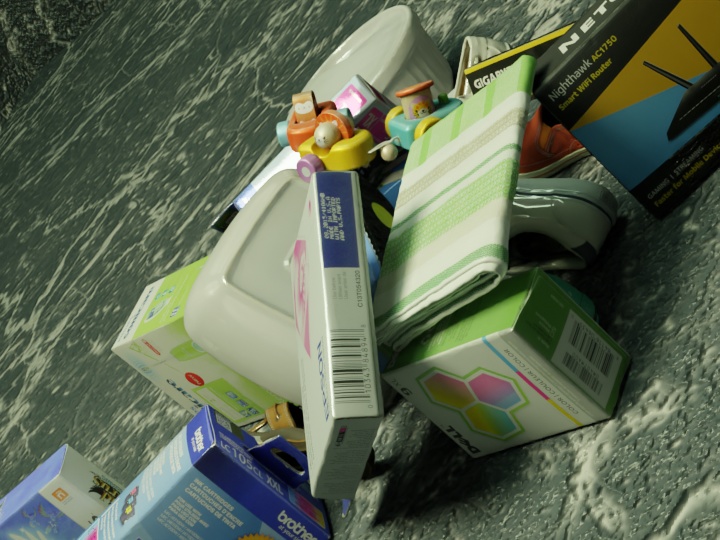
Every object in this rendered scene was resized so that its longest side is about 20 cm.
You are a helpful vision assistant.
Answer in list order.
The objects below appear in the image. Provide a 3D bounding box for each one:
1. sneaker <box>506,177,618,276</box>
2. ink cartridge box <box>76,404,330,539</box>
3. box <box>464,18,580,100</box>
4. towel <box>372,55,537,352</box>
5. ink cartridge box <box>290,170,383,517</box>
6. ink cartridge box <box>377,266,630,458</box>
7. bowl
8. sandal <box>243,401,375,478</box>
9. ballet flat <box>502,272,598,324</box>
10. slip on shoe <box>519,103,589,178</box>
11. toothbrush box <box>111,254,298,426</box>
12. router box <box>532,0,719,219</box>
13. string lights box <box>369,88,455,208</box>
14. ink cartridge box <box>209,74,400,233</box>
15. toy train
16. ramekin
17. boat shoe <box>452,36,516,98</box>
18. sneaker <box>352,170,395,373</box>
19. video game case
[{"bbox_3d":[0.109,-0.034,1.341,0.199,0.073,0.071,-3,48,40],"label":"sneaker"},{"bbox_3d":[-0.119,0.206,1.346,0.200,0.136,0.076,-46,23,8],"label":"ink cartridge box"},{"bbox_3d":[0.208,-0.196,1.379,0.199,0.050,0.159,-27,8,-37],"label":"box"},{"bbox_3d":[0.072,-0.048,1.209,0.149,0.031,0.201,-34,33,45],"label":"towel"},{"bbox_3d":[-0.024,0.060,1.242,0.200,0.043,0.198,108,159,-59],"label":"ink cartridge box"},{"bbox_3d":[0.087,0.076,1.204,0.199,0.104,0.060,-23,32,48],"label":"ink cartridge box"},{"bbox_3d":[-0.037,0.008,1.431,0.201,0.199,0.075,-57,-15,-26],"label":"bowl"},{"bbox_3d":[-0.055,0.138,1.405,0.199,0.081,0.055,-9,58,55],"label":"sandal"},{"bbox_3d":[0.102,0.033,1.293,0.199,0.070,0.068,-13,42,58],"label":"ballet flat"},{"bbox_3d":[0.175,-0.129,1.440,0.200,0.061,0.074,-18,39,58],"label":"slip on shoe"},{"bbox_3d":[-0.119,0.064,1.579,0.199,0.145,0.086,-21,34,49],"label":"toothbrush box"},{"bbox_3d":[0.242,-0.160,1.236,0.200,0.149,0.051,-45,21,12],"label":"router box"},{"bbox_3d":[0.051,-0.086,1.616,0.200,0.059,0.103,-40,21,22],"label":"string lights box"},{"bbox_3d":[-0.042,-0.089,1.577,0.200,0.042,0.119,-43,-22,10],"label":"ink cartridge box"},{"bbox_3d":[0.009,-0.136,1.422,0.198,0.056,0.150,-10,24,18],"label":"toy train"},{"bbox_3d":[0.015,-0.184,1.809,0.202,0.094,0.203,-41,22,21],"label":"ramekin"},{"bbox_3d":[0.087,-0.113,1.494,0.071,0.069,0.202,-134,61,-73],"label":"boat shoe"},{"bbox_3d":[0.000,0.000,1.358,0.078,0.066,0.201,-43,41,25],"label":"sneaker"},{"bbox_3d":[-0.254,0.269,1.446,0.200,0.181,0.046,-40,23,23],"label":"video game case"}]
